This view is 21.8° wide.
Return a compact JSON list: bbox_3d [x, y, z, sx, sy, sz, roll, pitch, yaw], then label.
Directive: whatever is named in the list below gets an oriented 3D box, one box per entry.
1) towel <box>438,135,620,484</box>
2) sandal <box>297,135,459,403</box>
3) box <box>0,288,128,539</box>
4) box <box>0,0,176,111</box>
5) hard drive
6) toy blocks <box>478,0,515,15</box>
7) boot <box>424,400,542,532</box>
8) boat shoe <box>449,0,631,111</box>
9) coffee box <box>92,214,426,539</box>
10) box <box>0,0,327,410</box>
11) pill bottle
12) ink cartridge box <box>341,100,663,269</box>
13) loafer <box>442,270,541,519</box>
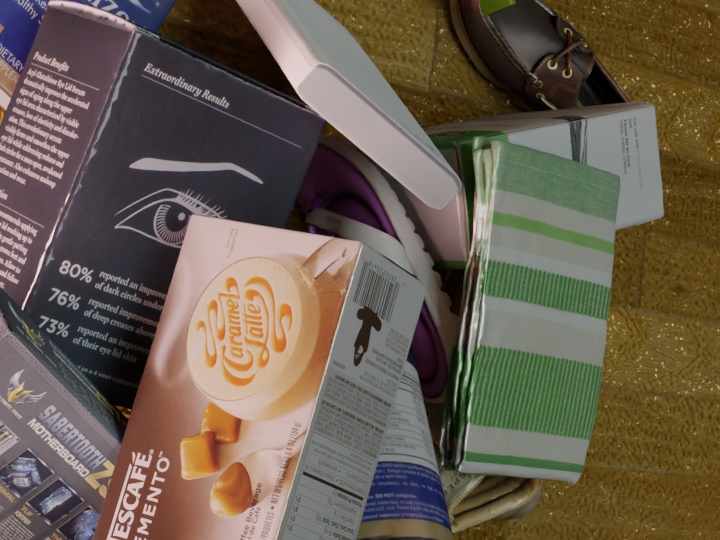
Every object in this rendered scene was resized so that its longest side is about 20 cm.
[{"bbox_3d":[0.107,0.028,1.161,0.152,0.023,0.202,12,82,-49],"label":"towel"},{"bbox_3d":[0.002,-0.005,1.171,0.049,0.083,0.203,-15,58,-34],"label":"sandal"},{"bbox_3d":[-0.201,0.116,0.991,0.157,0.051,0.200,-36,137,1],"label":"box"},{"bbox_3d":[-0.164,-0.183,1.107,0.121,0.032,0.201,44,63,-34],"label":"box"},{"bbox_3d":[-0.020,-0.127,1.139,0.027,0.200,0.132,-44,127,10],"label":"hard drive"},{"bbox_3d":[0.113,-0.290,1.316,0.136,0.099,0.202,-18,91,-51],"label":"toy blocks"},{"bbox_3d":[0.014,0.093,1.192,0.199,0.156,0.073,9,125,-45],"label":"boot"},{"bbox_3d":[0.145,-0.147,1.360,0.200,0.070,0.071,42,65,-33],"label":"boat shoe"},{"bbox_3d":[-0.054,0.083,0.985,0.080,0.113,0.202,32,71,-55],"label":"coffee box"},{"bbox_3d":[-0.132,-0.031,1.062,0.147,0.104,0.202,23,90,-40],"label":"box"},{"bbox_3d":[-0.015,0.095,1.076,0.111,0.112,0.202,15,52,-41],"label":"pill bottle"},{"bbox_3d":[0.088,-0.058,1.258,0.199,0.145,0.085,-13,99,-40],"label":"ink cartridge box"},{"bbox_3d":[0.088,0.082,1.310,0.067,0.076,0.202,-14,100,-47],"label":"loafer"}]
